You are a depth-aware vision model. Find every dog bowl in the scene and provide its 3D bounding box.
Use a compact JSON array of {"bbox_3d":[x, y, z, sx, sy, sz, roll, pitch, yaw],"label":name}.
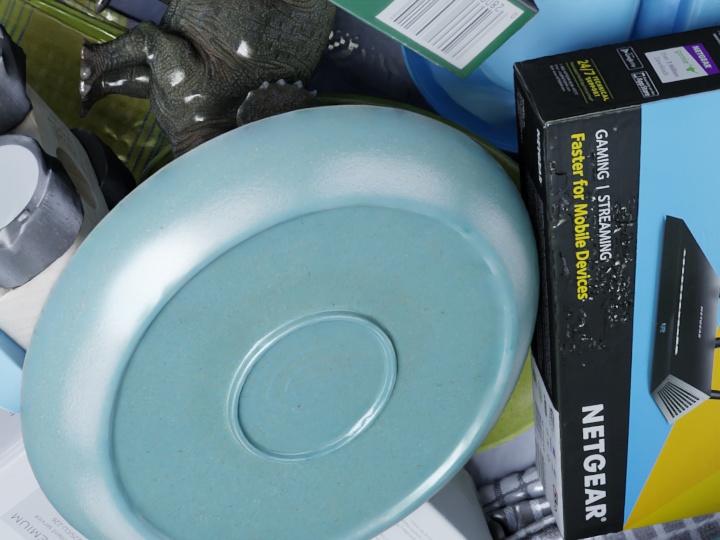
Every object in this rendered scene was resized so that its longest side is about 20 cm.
[{"bbox_3d":[0.115,-0.095,0.891,0.199,0.050,0.112,14,115,0],"label":"dog bowl"}]

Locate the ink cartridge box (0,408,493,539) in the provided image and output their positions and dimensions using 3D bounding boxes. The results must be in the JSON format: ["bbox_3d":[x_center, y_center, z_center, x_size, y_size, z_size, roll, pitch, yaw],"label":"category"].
[{"bbox_3d":[-0.069,0.100,0.910,0.175,0.084,0.200,-37,123,11],"label":"ink cartridge box"}]

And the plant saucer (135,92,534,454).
[{"bbox_3d":[0.000,0.000,0.931,0.199,0.031,0.201,8,134,8],"label":"plant saucer"}]

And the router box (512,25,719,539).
[{"bbox_3d":[0.139,0.003,0.866,0.148,0.051,0.201,-11,126,-6],"label":"router box"}]

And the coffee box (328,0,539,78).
[{"bbox_3d":[-0.026,-0.151,0.773,0.044,0.123,0.200,-39,144,21],"label":"coffee box"}]

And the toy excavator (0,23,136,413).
[{"bbox_3d":[-0.188,-0.008,0.829,0.199,0.195,0.100,-32,140,6],"label":"toy excavator"}]

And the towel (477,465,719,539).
[{"bbox_3d":[0.130,0.173,0.991,0.165,0.086,0.201,-21,110,14],"label":"towel"}]

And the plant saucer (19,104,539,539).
[{"bbox_3d":[-0.020,0.035,0.797,0.199,0.027,0.201,-15,129,-20],"label":"plant saucer"}]

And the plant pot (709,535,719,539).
[{"bbox_3d":[0.155,0.172,0.803,0.200,0.201,0.196,30,147,-8],"label":"plant pot"}]

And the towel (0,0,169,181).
[{"bbox_3d":[-0.156,-0.036,0.962,0.143,0.023,0.201,25,115,-6],"label":"towel"}]

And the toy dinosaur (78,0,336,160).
[{"bbox_3d":[-0.049,-0.096,0.844,0.102,0.201,0.077,9,159,-5],"label":"toy dinosaur"}]
